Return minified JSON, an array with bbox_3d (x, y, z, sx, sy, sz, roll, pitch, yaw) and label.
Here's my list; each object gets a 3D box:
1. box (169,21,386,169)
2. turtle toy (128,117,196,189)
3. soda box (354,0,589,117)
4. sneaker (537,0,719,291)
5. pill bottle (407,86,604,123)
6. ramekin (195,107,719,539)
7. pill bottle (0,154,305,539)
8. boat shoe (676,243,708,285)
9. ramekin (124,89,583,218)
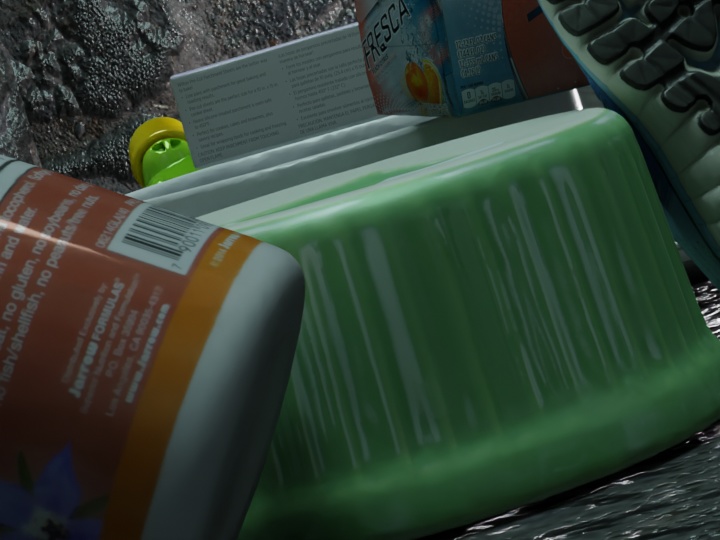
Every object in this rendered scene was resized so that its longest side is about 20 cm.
[{"bbox_3d":[0.026,-0.085,1.174,0.199,0.042,0.039,-16,4,13],"label":"box"},{"bbox_3d":[-0.028,-0.026,1.557,0.199,0.101,0.146,-14,28,-8],"label":"turtle toy"},{"bbox_3d":[0.099,-0.106,1.086,0.199,0.064,0.068,-16,10,-25],"label":"soda box"},{"bbox_3d":[0.102,-0.055,0.979,0.078,0.200,0.090,-27,-8,-19],"label":"sneaker"},{"bbox_3d":[0.047,-0.067,1.300,0.111,0.111,0.200,-20,-21,-43],"label":"pill bottle"},{"bbox_3d":[0.010,0.019,0.930,0.199,0.098,0.200,-16,4,1],"label":"ramekin"},{"bbox_3d":[-0.124,0.019,0.800,0.199,0.113,0.112,18,9,6],"label":"pill bottle"},{"bbox_3d":[0.128,-0.027,1.267,0.074,0.065,0.202,-15,5,10],"label":"boat shoe"},{"bbox_3d":[0.000,0.000,1.151,0.199,0.105,0.200,-16,4,1],"label":"ramekin"}]
